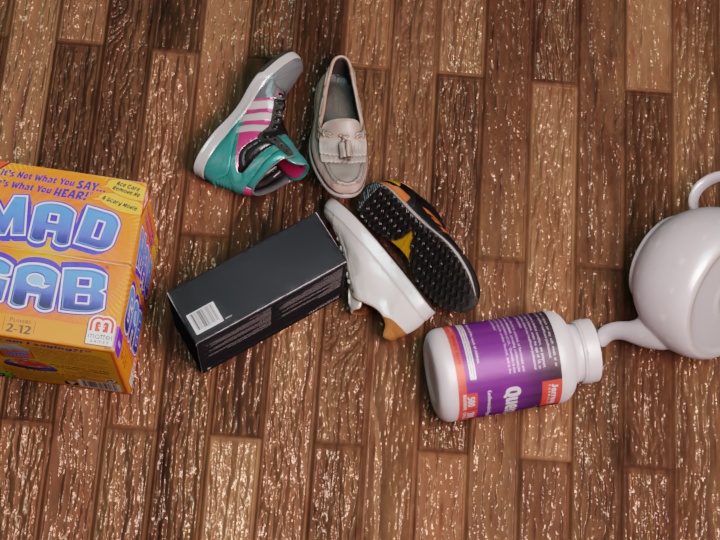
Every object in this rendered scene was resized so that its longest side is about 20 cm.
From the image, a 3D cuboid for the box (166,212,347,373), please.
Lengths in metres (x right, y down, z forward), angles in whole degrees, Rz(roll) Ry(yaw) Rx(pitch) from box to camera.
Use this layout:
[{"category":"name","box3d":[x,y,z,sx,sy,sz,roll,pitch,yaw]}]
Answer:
[{"category":"box","box3d":[-0.121,0.029,1.689,0.200,0.141,0.079,-29,73,-12]}]

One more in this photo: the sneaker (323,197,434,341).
[{"category":"sneaker","box3d":[0.000,0.000,1.742,0.085,0.073,0.200,-40,67,7]}]

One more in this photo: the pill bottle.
[{"category":"pill bottle","box3d":[0.180,0.111,1.694,0.199,0.112,0.113,-9,73,-6]}]

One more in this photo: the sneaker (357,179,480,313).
[{"category":"sneaker","box3d":[0.089,-0.038,1.753,0.200,0.070,0.090,48,34,13]}]

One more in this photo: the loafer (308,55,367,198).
[{"category":"loafer","box3d":[-0.027,-0.182,1.773,0.072,0.063,0.200,2,52,-10]}]

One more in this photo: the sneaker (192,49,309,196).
[{"category":"sneaker","box3d":[-0.105,-0.172,1.783,0.121,0.084,0.200,34,81,13]}]

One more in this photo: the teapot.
[{"category":"teapot","box3d":[0.398,-0.001,1.727,0.200,0.198,0.146,-20,35,-31]}]

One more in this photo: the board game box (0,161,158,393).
[{"category":"board game box","box3d":[-0.354,0.011,1.648,0.199,0.200,0.200,9,72,-1]}]
